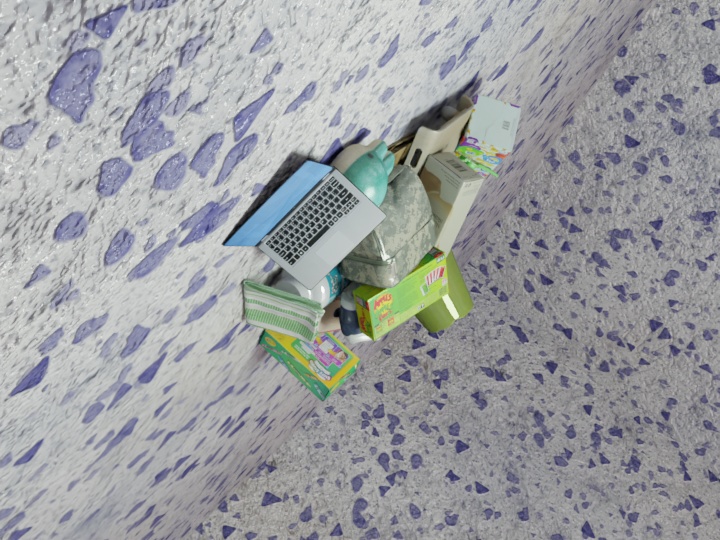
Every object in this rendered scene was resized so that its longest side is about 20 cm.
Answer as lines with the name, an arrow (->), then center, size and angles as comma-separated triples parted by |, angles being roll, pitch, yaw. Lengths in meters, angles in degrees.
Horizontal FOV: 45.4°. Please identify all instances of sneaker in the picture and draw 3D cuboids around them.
sneaker -> 0.035, 0.067, 1.752 | 0.200, 0.080, 0.147 | -35, 140, -31

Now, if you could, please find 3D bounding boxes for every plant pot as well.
plant pot -> 0.160, 0.030, 1.950 | 0.200, 0.190, 0.200 | -32, -172, 5

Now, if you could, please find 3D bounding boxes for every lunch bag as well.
lunch bag -> 0.045, -0.090, 1.641 | 0.200, 0.139, 0.168 | -43, 136, -38

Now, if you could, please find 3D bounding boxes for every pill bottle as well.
pill bottle -> -0.085, 0.015, 1.690 | 0.200, 0.111, 0.111 | -36, 164, -50

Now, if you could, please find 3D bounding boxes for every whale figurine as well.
whale figurine -> 0.011, -0.153, 1.497 | 0.159, 0.104, 0.200 | -54, 166, 27

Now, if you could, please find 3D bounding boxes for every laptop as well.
laptop -> -0.082, -0.065, 1.363 | 0.187, 0.200, 0.116 | -43, -156, 13

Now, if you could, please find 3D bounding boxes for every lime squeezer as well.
lime squeezer -> 0.223, -0.212, 1.842 | 0.199, 0.071, 0.038 | -18, -163, -30

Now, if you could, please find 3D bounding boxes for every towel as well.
towel -> -0.145, 0.081, 1.599 | 0.200, 0.152, 0.023 | 108, 0, -68

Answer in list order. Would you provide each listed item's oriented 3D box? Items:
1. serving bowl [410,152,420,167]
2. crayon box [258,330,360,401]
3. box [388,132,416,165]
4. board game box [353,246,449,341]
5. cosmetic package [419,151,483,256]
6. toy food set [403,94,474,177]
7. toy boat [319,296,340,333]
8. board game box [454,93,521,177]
serving bowl -> 0.115, -0.162, 1.879 | 0.200, 0.066, 0.201 | -31, 127, -53
crayon box -> -0.114, 0.182, 1.929 | 0.119, 0.200, 0.058 | -39, 166, -41
box -> 0.031, -0.175, 1.732 | 0.163, 0.021, 0.200 | -38, 165, -48
board game box -> 0.082, 0.042, 1.681 | 0.200, 0.048, 0.102 | -31, 130, -26
cosmetic package -> 0.156, -0.126, 1.733 | 0.071, 0.105, 0.201 | -16, 137, -45
toy food set -> 0.151, -0.267, 1.757 | 0.200, 0.060, 0.144 | -41, 160, -46
toy boat -> -0.100, 0.069, 1.855 | 0.130, 0.131, 0.200 | -8, 177, 35
board game box -> 0.261, -0.289, 1.872 | 0.200, 0.102, 0.105 | 130, -25, -76
